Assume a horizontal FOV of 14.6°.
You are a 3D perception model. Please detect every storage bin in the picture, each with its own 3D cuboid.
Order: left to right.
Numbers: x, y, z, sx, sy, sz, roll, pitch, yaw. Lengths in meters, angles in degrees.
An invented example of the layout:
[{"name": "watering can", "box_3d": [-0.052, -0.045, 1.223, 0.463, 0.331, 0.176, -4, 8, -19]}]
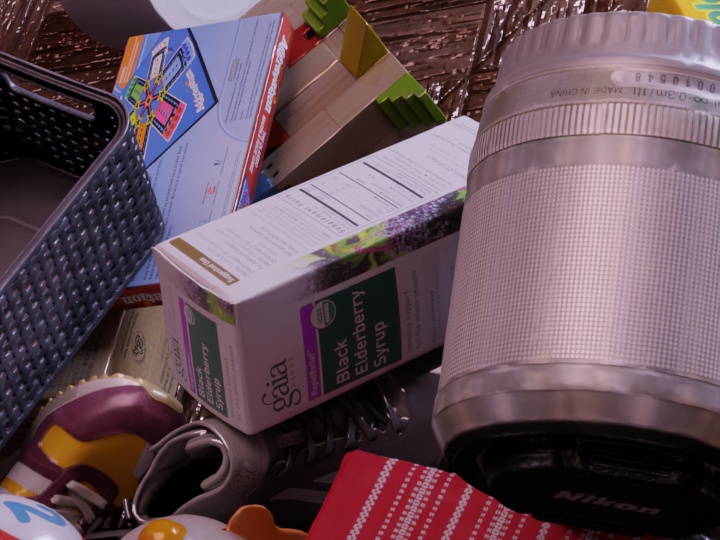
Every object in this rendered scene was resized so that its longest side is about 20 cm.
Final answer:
[{"name": "storage bin", "box_3d": [-0.211, -0.008, 1.472, 0.135, 0.094, 0.200, 21, 58, 26]}]

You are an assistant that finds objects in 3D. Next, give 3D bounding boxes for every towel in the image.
[{"name": "towel", "box_3d": [0.056, 0.162, 1.326, 0.199, 0.023, 0.145, 14, 51, 19]}]

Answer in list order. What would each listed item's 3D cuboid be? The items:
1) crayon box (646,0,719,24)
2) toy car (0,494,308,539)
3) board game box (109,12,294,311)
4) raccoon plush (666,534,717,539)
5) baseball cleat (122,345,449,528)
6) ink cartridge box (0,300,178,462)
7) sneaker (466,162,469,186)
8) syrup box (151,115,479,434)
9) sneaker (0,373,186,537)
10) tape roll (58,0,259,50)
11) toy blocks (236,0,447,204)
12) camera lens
[{"name": "crayon box", "box_3d": [0.230, -0.103, 1.461, 0.199, 0.052, 0.126, -3, 38, -13]}, {"name": "toy car", "box_3d": [-0.111, 0.162, 1.354, 0.199, 0.178, 0.184, -26, 36, -18]}, {"name": "board game box", "box_3d": [-0.103, -0.061, 1.570, 0.102, 0.019, 0.201, -6, 48, 22]}, {"name": "raccoon plush", "box_3d": [0.232, 0.142, 1.259, 0.199, 0.097, 0.134, -18, 22, -27]}, {"name": "baseball cleat", "box_3d": [-0.025, 0.090, 1.419, 0.199, 0.106, 0.070, -30, 70, 6]}, {"name": "ink cartridge box", "box_3d": [-0.182, 0.030, 1.596, 0.164, 0.075, 0.201, -9, 44, 23]}, {"name": "sneaker", "box_3d": [0.100, 0.021, 1.350, 0.082, 0.071, 0.201, -3, 73, -8]}, {"name": "syrup box", "box_3d": [0.000, 0.000, 1.419, 0.199, 0.079, 0.081, -24, 35, -28]}, {"name": "sneaker", "box_3d": [-0.166, 0.133, 1.459, 0.200, 0.075, 0.090, -36, 37, 28]}, {"name": "tape roll", "box_3d": [-0.121, -0.239, 1.757, 0.070, 0.203, 0.203, 1, 47, 31]}, {"name": "toy blocks", "box_3d": [-0.042, -0.091, 1.650, 0.137, 0.100, 0.200, -40, 39, 2]}, {"name": "camera lens", "box_3d": [0.120, 0.007, 1.239, 0.159, 0.160, 0.201, -2, 68, 28]}]
